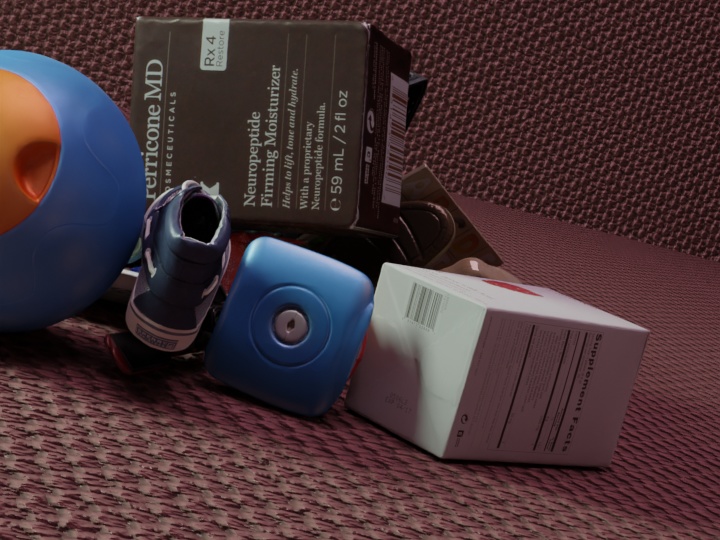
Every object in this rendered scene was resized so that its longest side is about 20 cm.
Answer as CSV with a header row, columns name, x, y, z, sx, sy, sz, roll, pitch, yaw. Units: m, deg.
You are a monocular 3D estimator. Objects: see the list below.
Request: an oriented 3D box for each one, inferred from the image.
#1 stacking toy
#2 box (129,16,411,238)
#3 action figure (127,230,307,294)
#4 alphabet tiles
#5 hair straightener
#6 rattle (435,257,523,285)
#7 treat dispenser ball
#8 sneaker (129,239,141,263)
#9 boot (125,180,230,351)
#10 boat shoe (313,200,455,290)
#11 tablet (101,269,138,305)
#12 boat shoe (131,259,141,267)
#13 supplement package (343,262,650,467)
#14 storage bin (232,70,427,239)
name,x,y,z,sx,sy,sz,roll,pitch,yaw
stacking toy,-0.046,0.053,1.343,0.109,0.117,0.200,21,-6,5
box,-0.072,-0.116,1.422,0.198,0.167,0.164,3,0,14
action figure,-0.127,-0.003,1.465,0.199,0.066,0.099,3,-6,42
alphabet tiles,0.034,-0.002,1.578,0.200,0.166,0.008,47,18,-46
hair straightener,-0.121,0.045,1.293,0.041,0.077,0.200,57,12,13
rattle,0.118,0.090,1.506,0.200,0.130,0.143,52,5,-42
treat dispenser ball,-0.253,-0.056,1.223,0.199,0.202,0.201,16,8,-2
sneaker,-0.262,-0.042,1.479,0.198,0.075,0.106,9,-3,13
boot,-0.118,-0.030,1.231,0.072,0.091,0.200,20,28,-12
boat shoe,0.000,0.000,1.523,0.199,0.072,0.076,-23,-24,16
tablet,-0.195,0.015,1.423,0.199,0.014,0.130,14,-11,-8
boat shoe,-0.183,-0.012,1.579,0.199,0.063,0.075,11,23,-24
supplement package,0.109,0.075,1.338,0.199,0.121,0.121,9,10,-44
storage bin,-0.032,-0.108,1.596,0.093,0.201,0.135,29,18,11
